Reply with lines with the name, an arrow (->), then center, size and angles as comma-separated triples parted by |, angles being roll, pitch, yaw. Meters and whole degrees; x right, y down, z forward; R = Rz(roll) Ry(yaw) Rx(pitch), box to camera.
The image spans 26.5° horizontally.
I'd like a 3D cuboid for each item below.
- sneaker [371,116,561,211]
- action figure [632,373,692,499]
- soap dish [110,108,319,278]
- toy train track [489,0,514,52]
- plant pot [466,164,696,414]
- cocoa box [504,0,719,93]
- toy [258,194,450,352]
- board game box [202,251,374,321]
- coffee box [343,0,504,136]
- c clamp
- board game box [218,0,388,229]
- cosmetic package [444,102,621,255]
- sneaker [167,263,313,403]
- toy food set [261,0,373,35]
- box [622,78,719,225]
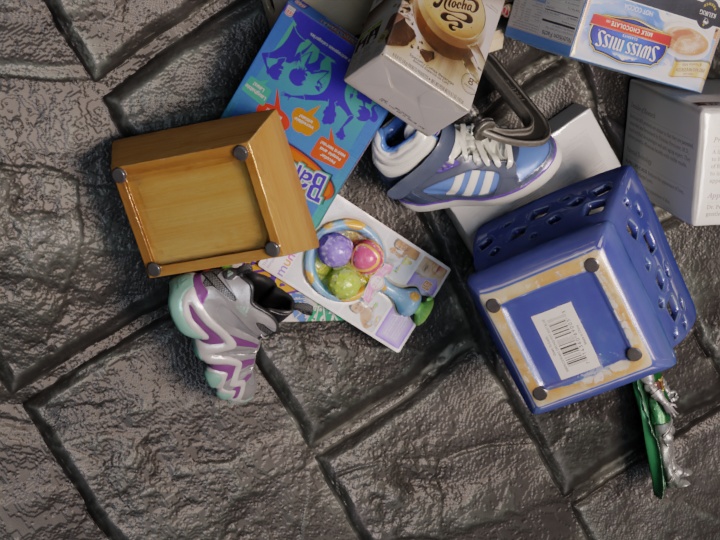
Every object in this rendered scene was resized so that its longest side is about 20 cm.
sneaker -> 0.110, -0.136, 1.665 | 0.198, 0.081, 0.147 | -12, 148, 14
action figure -> 0.360, 0.163, 1.863 | 0.054, 0.118, 0.202 | -14, 98, 16
soap dish -> -0.159, -0.075, 1.617 | 0.198, 0.081, 0.159 | -8, 111, 22
toy train track -> 0.127, -0.340, 1.677 | 0.114, 0.032, 0.202 | -21, 103, -30
plant pot -> 0.233, 0.031, 1.645 | 0.199, 0.180, 0.201 | -22, 104, 23
cocoa box -> 0.283, -0.286, 1.674 | 0.199, 0.133, 0.132 | 9, 103, -32
toy -> 0.000, 0.000, 1.716 | 0.199, 0.047, 0.116 | 32, 92, -22
board game box -> -0.080, 0.010, 1.735 | 0.198, 0.030, 0.097 | 0, 104, -13
coffee box -> 0.074, -0.257, 1.565 | 0.113, 0.080, 0.201 | 30, 61, -22
c clamp -> 0.112, -0.199, 1.657 | 0.170, 0.200, 0.027 | -12, 145, -47
board game box -> -0.060, -0.164, 1.631 | 0.151, 0.045, 0.201 | 33, 111, 1
cosmetic package -> 0.211, -0.075, 1.777 | 0.199, 0.052, 0.151 | -34, 109, -4
sneaker -> -0.113, 0.067, 1.670 | 0.139, 0.078, 0.201 | -16, 140, 9
toy food set -> -0.016, -0.332, 1.649 | 0.198, 0.060, 0.144 | -20, 121, -8
box -> 0.427, -0.139, 1.739 | 0.197, 0.200, 0.132 | -2, 107, -14
